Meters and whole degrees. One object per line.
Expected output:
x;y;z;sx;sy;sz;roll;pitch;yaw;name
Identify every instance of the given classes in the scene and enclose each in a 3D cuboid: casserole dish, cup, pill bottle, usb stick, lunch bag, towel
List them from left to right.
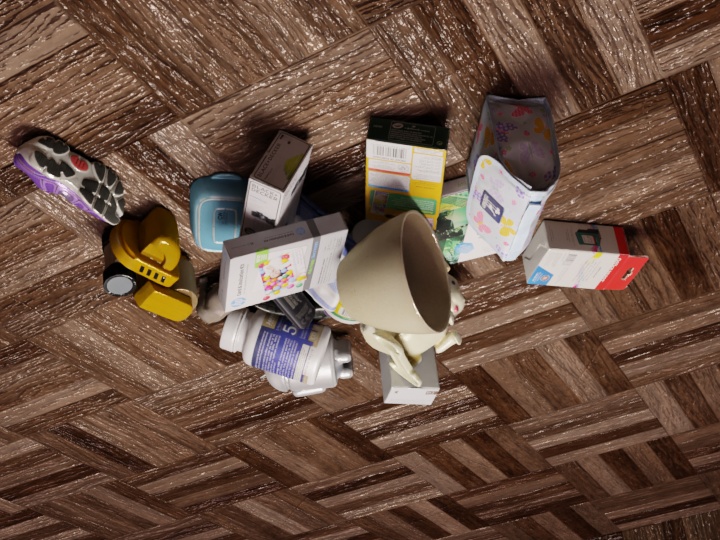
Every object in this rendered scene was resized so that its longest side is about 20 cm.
-0.232;-0.089;1.657;0.120;0.039;0.201;1;144;-9;casserole dish
-0.168;0.138;1.897;0.198;0.120;0.120;17;144;1;pill bottle
-0.142;0.033;1.747;0.032;0.056;0.200;20;155;43;usb stick
-0.079;-0.027;1.696;0.024;0.147;0.201;-37;161;-34;towel
0.000;0.000;1.745;0.112;0.114;0.201;5;145;-14;pill bottle
0.045;0.017;1.576;0.142;0.202;0.200;-15;145;23;cup
0.229;-0.141;1.487;0.126;0.201;0.170;0;146;-7;lunch bag

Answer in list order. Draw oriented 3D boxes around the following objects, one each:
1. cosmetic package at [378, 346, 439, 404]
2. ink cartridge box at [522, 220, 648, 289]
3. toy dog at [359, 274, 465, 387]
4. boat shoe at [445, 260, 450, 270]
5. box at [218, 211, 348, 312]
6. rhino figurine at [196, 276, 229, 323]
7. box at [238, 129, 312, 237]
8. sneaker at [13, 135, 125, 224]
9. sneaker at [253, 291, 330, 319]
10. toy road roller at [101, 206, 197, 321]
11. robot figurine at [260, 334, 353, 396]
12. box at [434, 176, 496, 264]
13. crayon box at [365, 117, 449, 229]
0.090;0.161;1.911;0.101;0.201;0.074;4;145;-11;cosmetic package
0.414;-0.026;1.793;0.198;0.068;0.116;5;145;-13;ink cartridge box
0.113;0.090;1.833;0.200;0.193;0.140;-43;124;-14;toy dog
0.090;0.034;1.738;0.069;0.200;0.074;40;152;10;boat shoe
-0.127;-0.013;1.564;0.198;0.041;0.156;-14;150;-21;box
-0.230;0.033;1.789;0.199;0.088;0.060;-28;141;28;rhino figurine
-0.140;-0.112;1.553;0.060;0.117;0.201;24;142;4;box
-0.459;-0.143;1.541;0.083;0.081;0.200;-11;142;39;sneaker
-0.117;0.069;1.872;0.198;0.076;0.088;3;151;-10;sneaker
-0.346;-0.018;1.679;0.146;0.124;0.199;-39;133;25;toy road roller
-0.115;0.191;2.010;0.198;0.113;0.171;-5;118;1;robot figurine
0.195;-0.091;1.702;0.143;0.037;0.200;-14;143;14;box
0.072;-0.154;1.561;0.125;0.052;0.201;9;145;5;crayon box
